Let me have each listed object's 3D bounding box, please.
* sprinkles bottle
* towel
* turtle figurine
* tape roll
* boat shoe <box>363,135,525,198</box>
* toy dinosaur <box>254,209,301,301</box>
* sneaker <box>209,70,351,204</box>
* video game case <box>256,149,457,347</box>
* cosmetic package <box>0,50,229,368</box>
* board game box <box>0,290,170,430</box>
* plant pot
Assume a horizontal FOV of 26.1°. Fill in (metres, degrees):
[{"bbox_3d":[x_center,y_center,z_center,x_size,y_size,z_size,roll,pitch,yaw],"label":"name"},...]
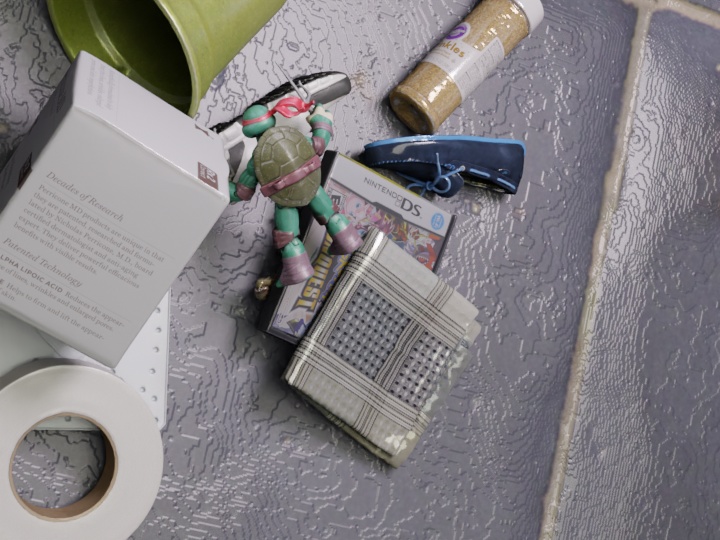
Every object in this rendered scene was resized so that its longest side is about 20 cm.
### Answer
[{"bbox_3d":[0.118,-0.237,1.712,0.068,0.068,0.200,48,70,-15],"label":"sprinkles bottle"},{"bbox_3d":[0.031,0.086,1.635,0.200,0.034,0.193,40,75,-34],"label":"towel"},{"bbox_3d":[-0.079,-0.094,1.524,0.149,0.101,0.201,-26,103,-5],"label":"turtle figurine"},{"bbox_3d":[-0.290,0.185,1.495,0.201,0.037,0.205,-4,101,-23],"label":"tape roll"},{"bbox_3d":[0.098,-0.111,1.690,0.198,0.084,0.069,0,90,-23],"label":"boat shoe"},{"bbox_3d":[-0.040,-0.029,1.642,0.199,0.047,0.089,-19,102,-29],"label":"toy dinosaur"},{"bbox_3d":[-0.090,-0.141,1.615,0.199,0.074,0.080,-33,105,-14],"label":"sneaker"},{"bbox_3d":[0.000,0.000,1.634,0.180,0.025,0.201,26,82,-36],"label":"video game case"},{"bbox_3d":[-0.240,-0.058,1.413,0.164,0.165,0.201,30,107,-20],"label":"cosmetic package"},{"bbox_3d":[-0.287,0.056,1.531,0.198,0.026,0.202,3,86,-25],"label":"board game box"},{"bbox_3d":[-0.174,-0.269,1.527,0.184,0.200,0.201,-43,104,-32],"label":"plant pot"}]
